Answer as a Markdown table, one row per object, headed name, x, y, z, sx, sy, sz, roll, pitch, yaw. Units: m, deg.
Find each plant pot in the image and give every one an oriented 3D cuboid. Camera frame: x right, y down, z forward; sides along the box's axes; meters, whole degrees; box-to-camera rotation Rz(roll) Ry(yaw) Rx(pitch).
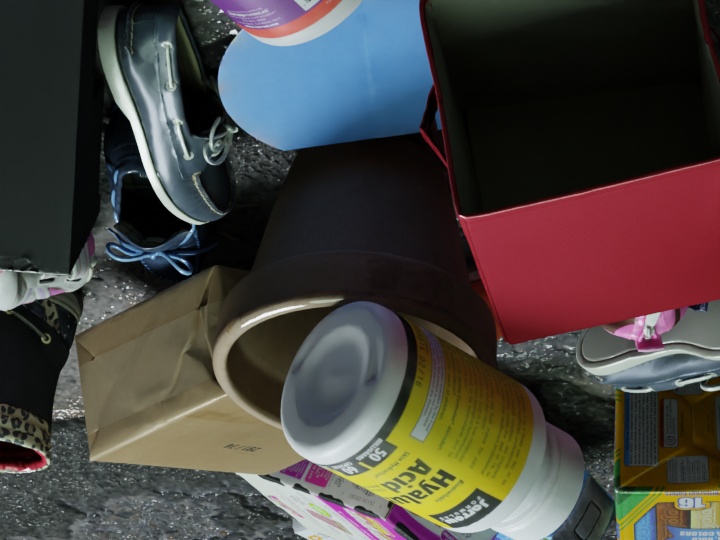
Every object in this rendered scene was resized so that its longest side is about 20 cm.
| name | x | y | z | sx | sy | sz | roll | pitch | yaw |
| --- | --- | --- | --- | --- | --- | --- | --- | --- | --- |
| plant pot | 0.000 | 0.000 | 1.696 | 0.199 | 0.176 | 0.201 | 3 | 149 | 2 |

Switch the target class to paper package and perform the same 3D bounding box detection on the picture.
| name | x | y | z | sx | sy | sz | roll | pitch | yaw |
| --- | --- | --- | --- | --- | --- | --- | --- | --- | --- |
| paper package | -0.090 | 0.080 | 1.853 | 0.199 | 0.104 | 0.190 | 10 | 153 | -43 |

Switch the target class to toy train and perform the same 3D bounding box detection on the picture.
| name | x | y | z | sx | sy | sz | roll | pitch | yaw |
| --- | --- | --- | --- | --- | --- | --- | --- | --- | --- |
| toy train | 0.128 | 0.171 | 2.010 | 0.114 | 0.087 | 0.200 | 15 | 157 | 42 |

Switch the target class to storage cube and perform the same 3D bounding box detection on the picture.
| name | x | y | z | sx | sy | sz | roll | pitch | yaw |
| --- | --- | --- | --- | --- | --- | --- | --- | --- | --- |
| storage cube | 0.146 | -0.080 | 1.526 | 0.199 | 0.172 | 0.180 | -13 | 150 | 7 |

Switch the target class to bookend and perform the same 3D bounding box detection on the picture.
| name | x | y | z | sx | sy | sz | roll | pitch | yaw |
| --- | --- | --- | --- | --- | --- | --- | --- | --- | --- |
| bookend | -0.221 | -0.117 | 1.589 | 0.091 | 0.199 | 0.201 | 4 | 104 | -1 |

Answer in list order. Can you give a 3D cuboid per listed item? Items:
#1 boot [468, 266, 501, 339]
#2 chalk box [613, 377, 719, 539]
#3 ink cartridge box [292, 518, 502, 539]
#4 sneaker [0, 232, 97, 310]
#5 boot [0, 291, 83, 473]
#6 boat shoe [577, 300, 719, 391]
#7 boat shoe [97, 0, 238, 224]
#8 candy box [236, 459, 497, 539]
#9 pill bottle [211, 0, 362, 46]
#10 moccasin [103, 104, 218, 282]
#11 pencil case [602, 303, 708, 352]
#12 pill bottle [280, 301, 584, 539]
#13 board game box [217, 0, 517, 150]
| name | x | y | z | sx | sy | sz | roll | pitch | yaw |
| --- | --- | --- | --- | --- | --- | --- | --- | --- | --- |
| boot | 0.070 | 0.083 | 1.794 | 0.107 | 0.200 | 0.075 | 17 | 146 | 40 |
| chalk box | 0.273 | 0.175 | 1.991 | 0.123 | 0.125 | 0.200 | 0 | 146 | 6 |
| ink cartridge box | 0.077 | 0.231 | 2.180 | 0.197 | 0.047 | 0.199 | -27 | 138 | 37 |
| sneaker | -0.241 | -0.017 | 1.751 | 0.088 | 0.082 | 0.200 | -16 | -176 | 2 |
| boot | -0.318 | 0.063 | 1.849 | 0.202 | 0.155 | 0.074 | 16 | 146 | -19 |
| boat shoe | 0.260 | 0.055 | 1.832 | 0.199 | 0.075 | 0.062 | -19 | 139 | 36 |
| boat shoe | -0.117 | -0.107 | 1.637 | 0.061 | 0.075 | 0.201 | -4 | 135 | 18 |
| candy box | 0.000 | 0.190 | 2.023 | 0.199 | 0.061 | 0.136 | 14 | 159 | 43 |
| pill bottle | -0.081 | -0.226 | 1.406 | 0.112 | 0.113 | 0.200 | -18 | 141 | 31 |
| moccasin | -0.157 | -0.042 | 1.745 | 0.080 | 0.069 | 0.200 | -3 | 147 | 11 |
| pencil case | 0.189 | -0.029 | 1.706 | 0.090 | 0.094 | 0.200 | -6 | 146 | 15 |
| pill bottle | 0.053 | 0.108 | 1.595 | 0.199 | 0.112 | 0.111 | 29 | 140 | -34 |
| board game box | 0.003 | -0.147 | 1.590 | 0.199 | 0.039 | 0.158 | -8 | 148 | 1 |
